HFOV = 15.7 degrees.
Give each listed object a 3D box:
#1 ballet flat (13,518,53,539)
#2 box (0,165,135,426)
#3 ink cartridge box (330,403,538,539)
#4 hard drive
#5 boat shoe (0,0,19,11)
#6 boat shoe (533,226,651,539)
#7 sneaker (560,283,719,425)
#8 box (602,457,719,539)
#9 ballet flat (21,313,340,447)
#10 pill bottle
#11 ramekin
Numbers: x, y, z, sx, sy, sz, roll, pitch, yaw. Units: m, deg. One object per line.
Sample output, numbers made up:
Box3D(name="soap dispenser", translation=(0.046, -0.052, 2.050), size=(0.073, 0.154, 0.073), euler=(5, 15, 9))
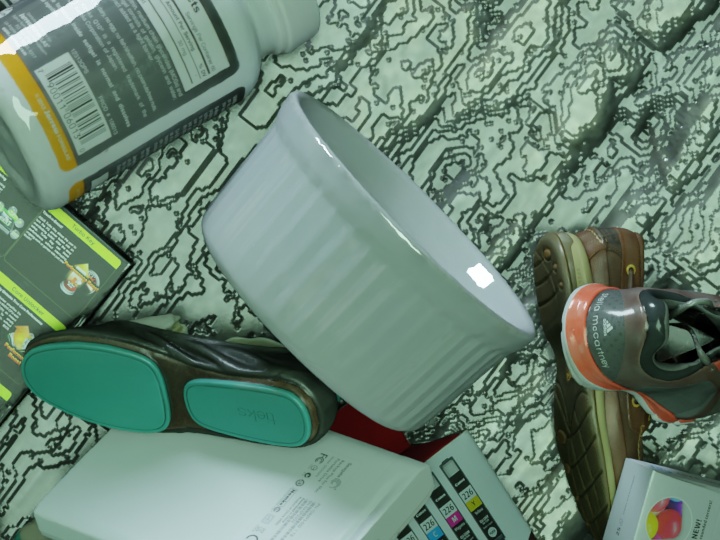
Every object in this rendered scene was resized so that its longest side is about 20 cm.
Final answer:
Box3D(name="ballet flat", translation=(-0.123, 0.212, 1.561), size=(0.199, 0.069, 0.070), euler=(26, 92, 1))
Box3D(name="box", translation=(-0.272, 0.005, 1.578), size=(0.200, 0.048, 0.193), euler=(39, 89, -2))
Box3D(name="ink cartridge box", translation=(-0.002, 0.187, 1.534), size=(0.200, 0.084, 0.176), euler=(-36, 96, -25))
Box3D(name="hard drive", translation=(-0.074, 0.133, 1.510), size=(0.132, 0.199, 0.026), euler=(-46, 137, -34))
Box3D(name="boat shoe", translation=(-0.278, -0.197, 1.555), size=(0.199, 0.074, 0.068), euler=(45, 76, -12))
Box3D(name="boat shoe", translation=(0.155, 0.071, 1.579), size=(0.067, 0.072, 0.202), euler=(-11, 99, -15))
Box3D(name="sneaker", translation=(0.199, 0.048, 1.523), size=(0.081, 0.199, 0.078), euler=(-7, 81, 37))
Box3D(name="box", translation=(0.231, 0.212, 1.571), size=(0.199, 0.041, 0.157), euler=(15, 92, -24))
Box3D(name="ballet flat", translation=(-0.101, 0.063, 1.539), size=(0.199, 0.068, 0.068), euler=(11, 124, 20))
Box3D(name="pill bottle", translation=(-0.130, -0.131, 1.527), size=(0.199, 0.116, 0.117), euler=(-32, 93, -16))
Box3D(name="ramekin", translation=(0.000, 0.000, 1.513), size=(0.200, 0.200, 0.098), euler=(44, 99, -3))
